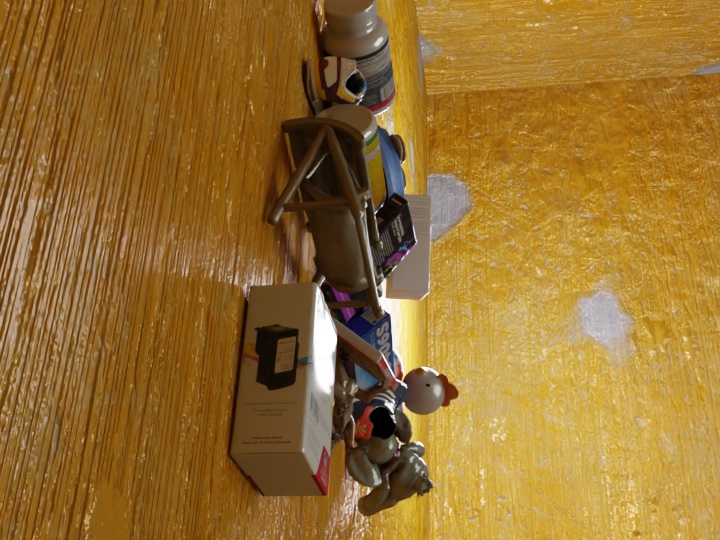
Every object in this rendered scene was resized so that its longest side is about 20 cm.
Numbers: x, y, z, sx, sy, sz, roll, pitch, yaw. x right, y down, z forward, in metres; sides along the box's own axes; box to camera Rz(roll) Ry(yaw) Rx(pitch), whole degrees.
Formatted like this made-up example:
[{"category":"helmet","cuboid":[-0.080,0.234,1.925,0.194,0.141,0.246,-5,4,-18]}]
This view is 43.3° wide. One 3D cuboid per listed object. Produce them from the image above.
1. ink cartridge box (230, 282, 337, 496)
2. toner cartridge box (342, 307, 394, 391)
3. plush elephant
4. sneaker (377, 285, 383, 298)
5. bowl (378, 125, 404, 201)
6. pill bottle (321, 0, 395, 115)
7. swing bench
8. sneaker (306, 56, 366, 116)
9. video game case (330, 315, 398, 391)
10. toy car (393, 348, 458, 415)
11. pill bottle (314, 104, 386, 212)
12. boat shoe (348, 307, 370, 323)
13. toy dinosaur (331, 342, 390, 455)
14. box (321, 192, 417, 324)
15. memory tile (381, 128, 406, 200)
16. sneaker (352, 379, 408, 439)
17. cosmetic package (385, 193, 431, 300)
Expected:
[{"category":"ink cartridge box","cuboid":[-0.081,0.136,1.032,0.146,0.081,0.203,73,17,-58]},{"category":"toner cartridge box","cuboid":[0.013,0.165,1.597,0.094,0.043,0.202,-34,138,-29]},{"category":"plush elephant","cuboid":[0.045,0.349,1.685,0.156,0.164,0.200,51,-24,-5]},{"category":"sneaker","cuboid":[0.000,0.000,1.677,0.201,0.069,0.082,73,8,-64]},{"category":"bowl","cuboid":[0.017,-0.160,1.578,0.201,0.039,0.204,44,-39,50]},{"category":"pill bottle","cuboid":[-0.006,-0.379,1.575,0.202,0.117,0.121,79,12,-46]},{"category":"swing bench","cuboid":[-0.038,-0.071,1.236,0.201,0.127,0.202,78,12,-46]},{"category":"sneaker","cuboid":[-0.030,-0.279,1.474,0.200,0.088,0.076,57,31,-73]},{"category":"video game case","cuboid":[-0.012,0.117,1.374,0.018,0.142,0.200,-52,161,-10]},{"category":"toy car","cuboid":[0.100,0.229,1.843,0.185,0.196,0.180,-79,164,-58]},{"category":"pill bottle","cuboid":[-0.017,-0.152,1.456,0.114,0.111,0.202,-83,167,-49]},{"category":"boat shoe","cuboid":[-0.007,0.089,1.622,0.074,0.059,0.202,-71,166,-48]},{"category":"toy dinosaur","cuboid":[-0.040,0.193,1.341,0.135,0.085,0.203,30,-70,48]},{"category":"box","cuboid":[0.013,-0.016,1.487,0.200,0.036,0.143,-47,156,-13]},{"category":"memory tile","cuboid":[0.030,-0.183,1.605,0.200,0.017,0.156,37,-45,54]},{"category":"sneaker","cuboid":[0.040,0.249,1.572,0.199,0.084,0.076,-16,126,-53]},{"category":"cosmetic package","cuboid":[0.098,-0.047,1.884,0.108,0.083,0.204,123,-31,-78]}]
